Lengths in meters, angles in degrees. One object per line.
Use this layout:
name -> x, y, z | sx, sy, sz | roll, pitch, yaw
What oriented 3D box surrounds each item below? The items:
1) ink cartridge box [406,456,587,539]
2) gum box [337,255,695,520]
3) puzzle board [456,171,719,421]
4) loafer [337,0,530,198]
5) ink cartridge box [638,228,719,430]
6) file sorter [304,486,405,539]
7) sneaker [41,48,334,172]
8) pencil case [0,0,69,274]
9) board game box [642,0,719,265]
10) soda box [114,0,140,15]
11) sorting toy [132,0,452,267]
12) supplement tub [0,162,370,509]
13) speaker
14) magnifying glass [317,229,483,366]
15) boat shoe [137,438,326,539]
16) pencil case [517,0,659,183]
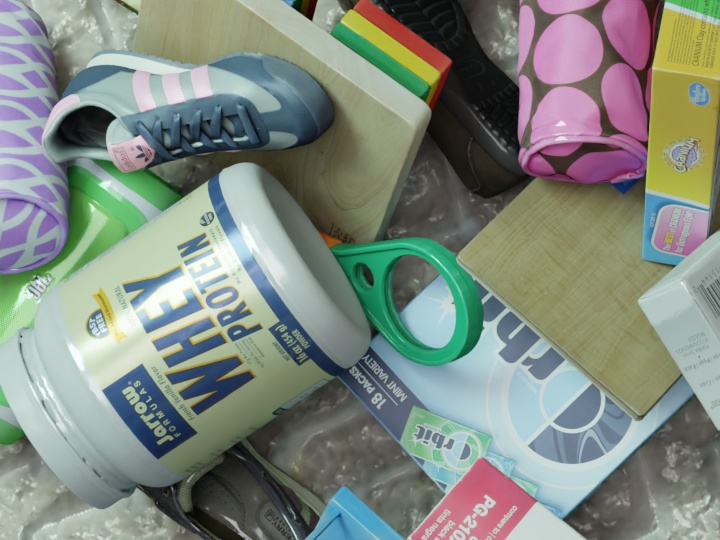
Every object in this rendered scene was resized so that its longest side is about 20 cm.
ink cartridge box -> 0.110, 0.232, 1.510 | 0.200, 0.145, 0.084 | 38, 56, 10
gum box -> 0.114, 0.060, 1.584 | 0.200, 0.045, 0.170 | -44, 80, 4
puzzle board -> 0.175, -0.016, 1.550 | 0.151, 0.017, 0.200 | 41, 60, 10
loafer -> 0.041, -0.125, 1.596 | 0.200, 0.073, 0.071 | 55, 134, 20
ink cartridge box -> 0.277, 0.042, 1.495 | 0.045, 0.200, 0.177 | -31, 94, 46
file sorter -> -0.019, 0.256, 1.491 | 0.139, 0.200, 0.123 | 41, 57, 11
sneaker -> -0.109, -0.087, 1.515 | 0.199, 0.070, 0.082 | 3, 42, 38
pencil case -> -0.234, -0.085, 1.593 | 0.086, 0.084, 0.201 | -50, 36, 38
board game box -> 0.204, -0.118, 1.485 | 0.040, 0.200, 0.153 | 9, 58, 10
soda box -> -0.190, -0.234, 1.648 | 0.200, 0.068, 0.064 | 33, 90, 10
sorting toy -> -0.043, -0.123, 1.560 | 0.199, 0.200, 0.070 | 36, 65, 7
supplement tub -> -0.110, 0.043, 1.521 | 0.200, 0.145, 0.145 | -34, 80, 8
speaker -> -0.200, 0.013, 1.617 | 0.088, 0.088, 0.200 | 36, 91, 10
magnifying glass -> 0.000, 0.000, 1.574 | 0.200, 0.022, 0.080 | 25, 123, 36
boat shoe -> -0.101, 0.133, 1.599 | 0.200, 0.065, 0.072 | 36, 93, 11
pencil case -> 0.148, -0.147, 1.552 | 0.091, 0.093, 0.201 | -20, 55, 45
